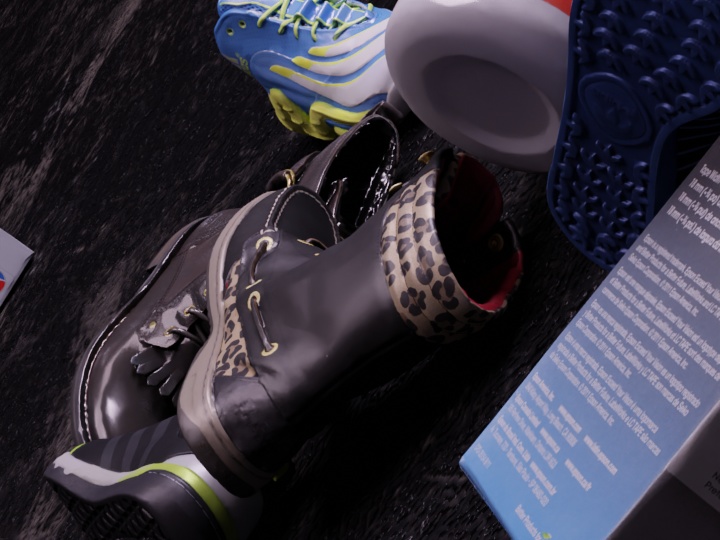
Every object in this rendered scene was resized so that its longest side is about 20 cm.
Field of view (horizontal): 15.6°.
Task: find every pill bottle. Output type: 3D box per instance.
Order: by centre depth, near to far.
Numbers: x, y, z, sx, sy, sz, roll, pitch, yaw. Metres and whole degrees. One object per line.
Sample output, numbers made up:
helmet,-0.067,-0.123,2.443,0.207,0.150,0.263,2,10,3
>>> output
pill bottle,0.096,-0.148,1.145,0.112,0.112,0.201,-26,32,57

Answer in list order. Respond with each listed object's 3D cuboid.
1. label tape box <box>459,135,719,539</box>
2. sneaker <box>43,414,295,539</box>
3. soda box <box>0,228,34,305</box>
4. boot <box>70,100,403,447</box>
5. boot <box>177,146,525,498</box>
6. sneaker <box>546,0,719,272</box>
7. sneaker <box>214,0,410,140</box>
label tape box,0.126,0.019,0.815,0.200,0.063,0.144,-51,15,5
sneaker,-0.084,0.104,1.253,0.083,0.072,0.200,-38,15,-20
soda box,-0.328,0.003,2.089,0.064,0.068,0.200,-59,17,-19
boot,-0.061,0.011,1.342,0.174,0.069,0.201,-29,31,49
boot,0.000,0.000,1.163,0.150,0.073,0.200,-34,19,26
sneaker,0.118,-0.079,0.925,0.078,0.070,0.200,-43,-16,-27
sneaker,-0.029,-0.123,1.449,0.076,0.105,0.200,-58,17,-15
